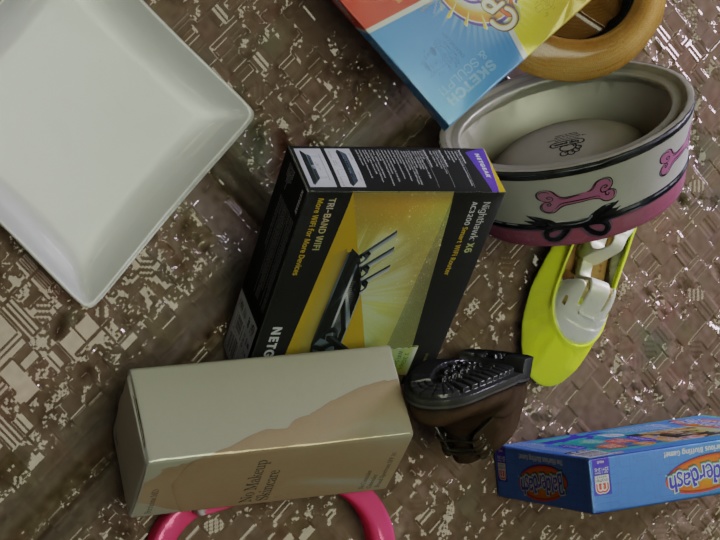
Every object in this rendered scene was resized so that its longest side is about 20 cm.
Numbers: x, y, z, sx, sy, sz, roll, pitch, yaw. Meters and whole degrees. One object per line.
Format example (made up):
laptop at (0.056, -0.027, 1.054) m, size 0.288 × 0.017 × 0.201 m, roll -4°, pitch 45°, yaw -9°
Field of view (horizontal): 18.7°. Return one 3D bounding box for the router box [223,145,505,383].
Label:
router box at (0.000, 0.000, 1.600) m, size 0.156 × 0.052 × 0.201 m, roll -2°, pitch 134°, yaw -24°

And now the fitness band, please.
fitness band at (-0.067, 0.221, 1.640) m, size 0.199 × 0.037 × 0.144 m, roll -13°, pitch 95°, yaw -23°

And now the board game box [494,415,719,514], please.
board game box at (0.227, 0.150, 1.712) m, size 0.199 × 0.152 × 0.045 m, roll -7°, pitch 92°, yaw -24°

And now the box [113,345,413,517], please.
box at (-0.073, 0.116, 1.586) m, size 0.199 × 0.095 × 0.078 m, roll -6°, pitch 60°, yaw -17°

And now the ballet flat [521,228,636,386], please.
ballet flat at (0.183, -0.004, 1.740) m, size 0.067 × 0.067 × 0.201 m, roll 25°, pitch 79°, yaw -24°

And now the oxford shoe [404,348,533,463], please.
oxford shoe at (0.084, 0.107, 1.642) m, size 0.200 × 0.072 × 0.085 m, roll -1°, pitch 99°, yaw -67°

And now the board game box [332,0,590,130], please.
board game box at (0.089, -0.227, 1.633) m, size 0.200 × 0.040 × 0.153 m, roll -42°, pitch 91°, yaw -3°

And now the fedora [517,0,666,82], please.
fedora at (0.142, -0.238, 1.717) m, size 0.199 × 0.082 × 0.202 m, roll 2°, pitch 83°, yaw -17°

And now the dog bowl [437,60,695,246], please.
dog bowl at (0.162, -0.088, 1.670) m, size 0.199 × 0.200 × 0.074 m, roll -25°, pitch 118°, yaw -23°

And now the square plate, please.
square plate at (-0.207, -0.110, 1.586) m, size 0.200 × 0.028 × 0.198 m, roll 44°, pitch 73°, yaw -17°
